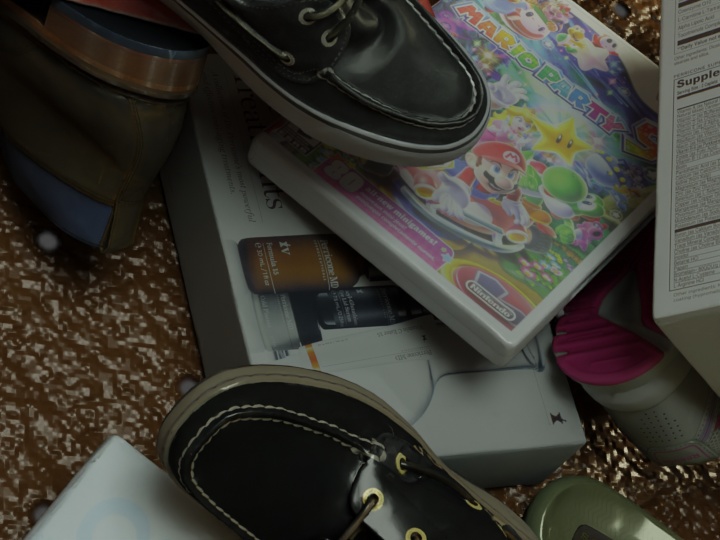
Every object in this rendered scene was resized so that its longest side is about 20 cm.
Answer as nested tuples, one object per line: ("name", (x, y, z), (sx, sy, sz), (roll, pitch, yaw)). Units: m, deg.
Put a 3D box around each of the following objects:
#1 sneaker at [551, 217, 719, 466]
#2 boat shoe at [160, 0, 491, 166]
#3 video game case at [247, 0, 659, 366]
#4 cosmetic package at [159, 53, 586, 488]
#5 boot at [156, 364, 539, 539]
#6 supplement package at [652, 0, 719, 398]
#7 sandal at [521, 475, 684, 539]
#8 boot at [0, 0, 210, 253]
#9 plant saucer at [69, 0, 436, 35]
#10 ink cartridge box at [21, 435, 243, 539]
("sneaker", (0.145, 0.017, 0.879), (0.089, 0.081, 0.201), (62, 33, -26))
("boat shoe", (-0.027, -0.113, 0.720), (0.200, 0.066, 0.070), (39, 71, -8))
("video game case", (0.064, -0.058, 0.844), (0.143, 0.018, 0.200), (39, 49, 13))
("cosmetic package", (0.000, 0.000, 0.834), (0.150, 0.052, 0.202), (-2, 63, -29))
("boot", (0.022, 0.123, 0.692), (0.200, 0.073, 0.151), (38, 11, -34))
("supplement package", (0.224, -0.043, 0.807), (0.152, 0.150, 0.201), (43, 43, -44))
("sandal", (0.159, 0.155, 0.813), (0.200, 0.057, 0.080), (31, 54, -5))
("boot", (-0.149, -0.089, 0.802), (0.074, 0.098, 0.199), (-8, 32, -45))
("plant saucer", (-0.060, -0.151, 0.831), (0.198, 0.037, 0.200), (12, 25, -13))
("ink cartridge box", (-0.064, 0.183, 0.698), (0.199, 0.047, 0.160), (37, 54, 1))
